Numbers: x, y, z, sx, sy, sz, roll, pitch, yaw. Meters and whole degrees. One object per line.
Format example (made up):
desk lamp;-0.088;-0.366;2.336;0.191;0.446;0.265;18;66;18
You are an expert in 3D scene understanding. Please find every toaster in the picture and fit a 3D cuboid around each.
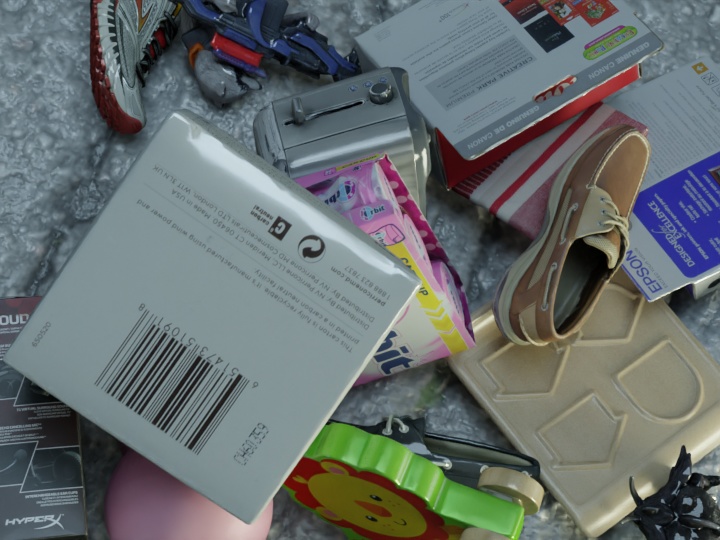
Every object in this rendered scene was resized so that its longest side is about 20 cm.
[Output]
toaster;-0.011;-0.062;1.396;0.129;0.200;0.114;-11;46;-4

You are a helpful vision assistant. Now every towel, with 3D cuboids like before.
towel;0.124;-0.114;1.485;0.200;0.023;0.144;34;66;30

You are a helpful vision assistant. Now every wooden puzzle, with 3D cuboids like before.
wooden puzzle;0.188;0.092;1.425;0.185;0.046;0.200;-33;78;-21

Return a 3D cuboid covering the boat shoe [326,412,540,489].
boat shoe;0.040;0.141;1.353;0.199;0.076;0.060;18;104;-11

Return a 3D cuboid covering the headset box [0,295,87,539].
headset box;-0.244;0.120;1.281;0.077;0.149;0.201;-3;65;-12

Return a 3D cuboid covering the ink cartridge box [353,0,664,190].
ink cartridge box;0.126;-0.164;1.454;0.200;0.084;0.176;-30;53;-10

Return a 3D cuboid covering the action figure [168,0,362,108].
action figure;-0.080;-0.221;1.515;0.200;0.105;0.194;32;69;-24

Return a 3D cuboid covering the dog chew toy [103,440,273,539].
dog chew toy;-0.129;0.131;1.315;0.124;0.125;0.201;2;58;-9

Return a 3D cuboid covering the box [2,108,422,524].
box;-0.097;0.026;1.172;0.199;0.131;0.200;34;92;-7

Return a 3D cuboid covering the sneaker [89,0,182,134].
sneaker;-0.187;-0.208;1.480;0.082;0.078;0.201;2;65;-10

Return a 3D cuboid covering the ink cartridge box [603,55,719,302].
ink cartridge box;0.268;-0.073;1.491;0.200;0.043;0.198;-24;59;-17

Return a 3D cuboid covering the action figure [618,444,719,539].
action figure;0.271;0.212;1.353;0.199;0.102;0.119;22;65;-17

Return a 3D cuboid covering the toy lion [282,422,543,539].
toy lion;0.031;0.177;1.277;0.191;0.200;0.069;17;63;11

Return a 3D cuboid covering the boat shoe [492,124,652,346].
boat shoe;0.182;-0.024;1.384;0.076;0.072;0.200;36;77;-33

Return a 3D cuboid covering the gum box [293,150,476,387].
gum box;0.000;0.000;1.328;0.113;0.200;0.066;-19;52;12
